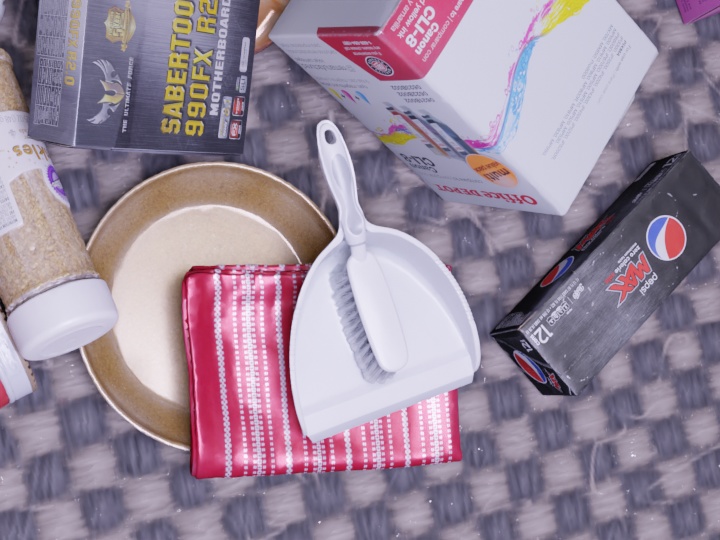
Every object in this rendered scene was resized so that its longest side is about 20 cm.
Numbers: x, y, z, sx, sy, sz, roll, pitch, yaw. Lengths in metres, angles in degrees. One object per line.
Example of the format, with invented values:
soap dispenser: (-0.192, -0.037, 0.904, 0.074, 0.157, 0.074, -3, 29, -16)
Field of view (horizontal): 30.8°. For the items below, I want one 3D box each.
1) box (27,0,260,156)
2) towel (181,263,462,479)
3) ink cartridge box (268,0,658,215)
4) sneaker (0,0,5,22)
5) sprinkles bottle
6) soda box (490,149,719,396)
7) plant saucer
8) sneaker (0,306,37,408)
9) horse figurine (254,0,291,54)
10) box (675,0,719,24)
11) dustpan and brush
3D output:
box: (-0.133, -0.179, 0.851, 0.158, 0.048, 0.202, -3, 103, -54)
towel: (-0.025, 0.067, 0.904, 0.198, 0.022, 0.146, -1, 86, -16)
ink cartridge box: (0.073, -0.154, 0.894, 0.200, 0.145, 0.145, 39, 76, -31)
sneaker: (-0.262, -0.198, 0.825, 0.081, 0.088, 0.200, 36, 119, -5)
sprinkles bottle: (-0.225, -0.045, 0.850, 0.068, 0.068, 0.201, -22, 79, -16)
soda box: (0.194, 0.003, 0.986, 0.200, 0.063, 0.071, -44, 98, -14)
plant saucer: (-0.101, 0.026, 0.915, 0.198, 0.035, 0.202, 1, 85, -16)
sneaker: (-0.303, 0.015, 0.841, 0.112, 0.071, 0.201, -29, 95, -19)
horse figurine: (-0.026, -0.229, 0.951, 0.198, 0.050, 0.134, -9, 91, -18)
box: (0.329, -0.318, 1.037, 0.198, 0.097, 0.177, -22, 91, -16)
dustpan and brush: (0.000, 0.000, 0.873, 0.138, 0.057, 0.202, -19, 91, -17)
